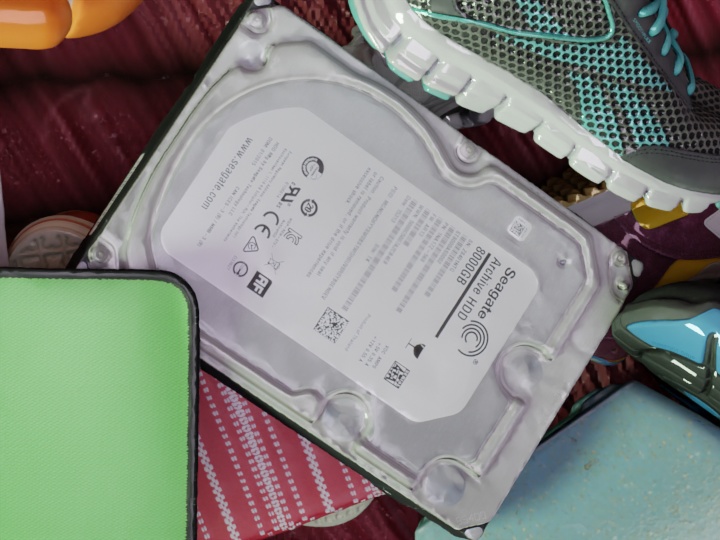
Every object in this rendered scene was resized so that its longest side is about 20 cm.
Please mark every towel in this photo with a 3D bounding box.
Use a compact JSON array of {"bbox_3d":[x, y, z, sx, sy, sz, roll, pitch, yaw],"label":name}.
[{"bbox_3d":[-0.089,0.060,0.936,0.200,0.022,0.145,-19,108,7],"label":"towel"}]

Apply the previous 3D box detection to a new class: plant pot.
[{"bbox_3d":[0.126,0.160,0.966,0.196,0.196,0.200,-34,84,0],"label":"plant pot"}]

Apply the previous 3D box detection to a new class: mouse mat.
[{"bbox_3d":[-0.163,0.076,0.849,0.200,0.008,0.161,2,100,1],"label":"mouse mat"}]

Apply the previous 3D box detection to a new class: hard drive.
[{"bbox_3d":[0.000,0.000,0.884,0.200,0.038,0.140,36,80,-13],"label":"hard drive"}]

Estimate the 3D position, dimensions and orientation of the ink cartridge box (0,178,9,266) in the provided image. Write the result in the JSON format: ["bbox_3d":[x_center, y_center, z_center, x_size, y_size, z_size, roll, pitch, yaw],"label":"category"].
[{"bbox_3d":[-0.253,-0.041,0.927,0.200,0.067,0.117,-5,103,-6],"label":"ink cartridge box"}]

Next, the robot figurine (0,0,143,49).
[{"bbox_3d":[-0.163,-0.150,0.877,0.200,0.144,0.117,-3,100,-18],"label":"robot figurine"}]

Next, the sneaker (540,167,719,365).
[{"bbox_3d":[0.080,0.013,0.983,0.200,0.075,0.090,-22,103,-1],"label":"sneaker"}]

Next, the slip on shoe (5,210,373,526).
[{"bbox_3d":[-0.070,0.040,0.971,0.200,0.061,0.074,38,106,-11],"label":"slip on shoe"}]

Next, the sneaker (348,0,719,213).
[{"bbox_3d":[0.098,-0.092,0.870,0.200,0.078,0.091,23,126,-25],"label":"sneaker"}]

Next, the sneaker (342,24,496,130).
[{"bbox_3d":[0.007,-0.078,0.942,0.200,0.075,0.081,-34,145,-5],"label":"sneaker"}]

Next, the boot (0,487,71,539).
[{"bbox_3d":[-0.195,0.039,0.870,0.200,0.077,0.138,2,116,3],"label":"boot"}]

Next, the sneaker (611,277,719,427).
[{"bbox_3d":[0.159,0.021,0.913,0.073,0.200,0.082,39,91,12],"label":"sneaker"}]
